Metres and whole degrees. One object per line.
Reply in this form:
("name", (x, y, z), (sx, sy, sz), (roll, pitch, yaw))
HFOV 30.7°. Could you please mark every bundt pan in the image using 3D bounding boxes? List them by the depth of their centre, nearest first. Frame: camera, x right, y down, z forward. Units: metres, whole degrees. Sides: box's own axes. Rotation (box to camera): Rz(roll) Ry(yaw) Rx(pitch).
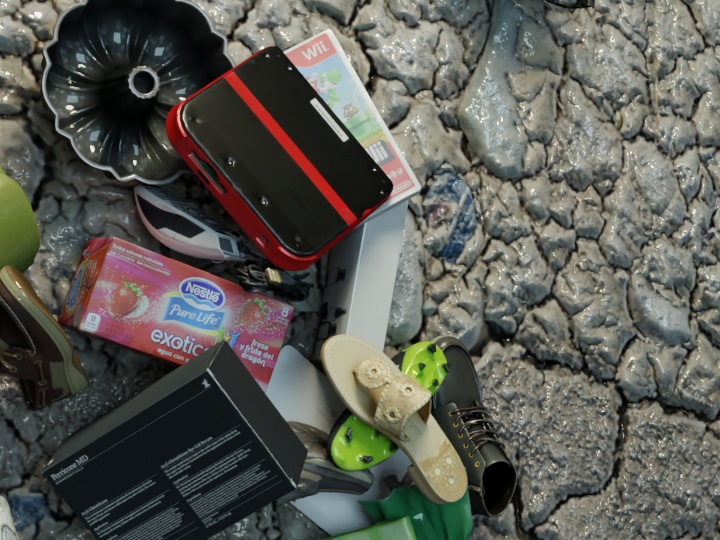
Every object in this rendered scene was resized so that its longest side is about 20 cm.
("bundt pan", (-0.225, -0.178, 1.298), (0.202, 0.076, 0.202), (3, 83, -26))

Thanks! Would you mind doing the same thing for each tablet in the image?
("tablet", (-0.044, 0.188, 1.391), (0.200, 0.014, 0.130), (42, 69, -17))

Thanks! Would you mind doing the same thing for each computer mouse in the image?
("computer mouse", (-0.147, -0.024, 1.293), (0.200, 0.110, 0.044), (31, 101, 20))

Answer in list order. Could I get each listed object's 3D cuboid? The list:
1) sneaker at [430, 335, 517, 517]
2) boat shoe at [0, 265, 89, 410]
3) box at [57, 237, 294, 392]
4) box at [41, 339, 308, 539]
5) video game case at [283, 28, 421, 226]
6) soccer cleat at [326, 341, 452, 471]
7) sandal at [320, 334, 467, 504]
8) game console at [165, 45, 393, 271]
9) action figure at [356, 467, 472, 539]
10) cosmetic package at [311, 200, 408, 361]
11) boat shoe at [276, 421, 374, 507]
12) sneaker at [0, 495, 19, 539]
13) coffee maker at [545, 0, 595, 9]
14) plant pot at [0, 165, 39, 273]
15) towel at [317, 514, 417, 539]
("sneaker", (0.123, 0.168, 1.425), (0.075, 0.106, 0.200), (-6, 88, -27))
("boat shoe", (-0.304, 0.070, 1.185), (0.072, 0.200, 0.072), (-34, 66, -16))
("box", (-0.180, 0.044, 1.282), (0.200, 0.100, 0.096), (22, 82, -23))
("box", (-0.172, 0.179, 1.229), (0.200, 0.079, 0.141), (-31, 105, 16))
("video game case", (-0.046, -0.135, 1.363), (0.143, 0.017, 0.200), (-28, 81, -6))
("soccer cleat", (0.021, 0.146, 1.371), (0.068, 0.081, 0.200), (55, 48, -9))
("sandal", (0.053, 0.139, 1.296), (0.212, 0.070, 0.078), (53, 50, -12))
("game console", (-0.078, -0.111, 1.285), (0.200, 0.031, 0.177), (50, 47, -2))
("action figure", (0.081, 0.304, 1.406), (0.118, 0.055, 0.200), (-15, 112, 7))
("cosmetic package", (0.000, 0.000, 1.393), (0.051, 0.083, 0.200), (15, 78, -25))
("boat shoe", (-0.078, 0.197, 1.335), (0.200, 0.074, 0.073), (24, 103, -30))
("sneaker", (-0.310, 0.298, 1.216), (0.082, 0.078, 0.200), (-23, 105, -31))
("coffee maker", (0.194, -0.429, 1.523), (0.192, 0.135, 0.200), (24, 75, -47))
("plant pot", (-0.393, -0.017, 1.150), (0.190, 0.200, 0.200), (-36, 101, -37))
("towel", (0.012, 0.366, 1.360), (0.149, 0.031, 0.200), (-16, 91, 4))
